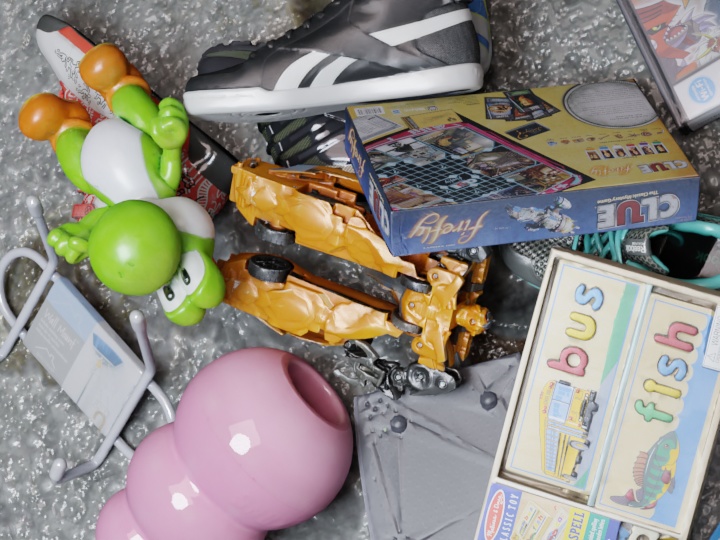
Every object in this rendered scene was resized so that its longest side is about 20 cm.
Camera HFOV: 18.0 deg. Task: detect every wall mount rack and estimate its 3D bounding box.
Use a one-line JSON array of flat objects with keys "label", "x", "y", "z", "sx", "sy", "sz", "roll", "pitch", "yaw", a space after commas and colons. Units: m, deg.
[{"label": "wall mount rack", "x": -0.201, "y": 0.046, "z": 1.583, "sx": 0.200, "sy": 0.074, "sz": 0.174, "roll": 45, "pitch": 124, "yaw": 20}]

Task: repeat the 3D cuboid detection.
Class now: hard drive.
[{"label": "hard drive", "x": 0.075, "y": 0.167, "z": 1.506, "sx": 0.134, "sy": 0.042, "sz": 0.201, "roll": -16, "pitch": 75, "yaw": 16}]

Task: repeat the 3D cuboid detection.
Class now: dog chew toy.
[{"label": "dog chew toy", "x": -0.100, "y": 0.144, "z": 1.534, "sx": 0.200, "sy": 0.124, "sz": 0.125, "roll": -42, "pitch": 70, "yaw": 16}]

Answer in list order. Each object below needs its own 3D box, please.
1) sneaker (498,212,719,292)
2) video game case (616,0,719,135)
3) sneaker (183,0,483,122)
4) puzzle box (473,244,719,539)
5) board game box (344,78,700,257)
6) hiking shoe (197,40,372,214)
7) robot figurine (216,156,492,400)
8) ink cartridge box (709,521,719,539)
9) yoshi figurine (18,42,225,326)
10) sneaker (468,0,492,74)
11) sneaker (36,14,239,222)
[{"label": "sneaker", "x": 0.181, "y": -0.016, "z": 1.475, "sx": 0.199, "sy": 0.091, "sz": 0.078, "roll": 6, "pitch": 82, "yaw": 20}, {"label": "video game case", "x": 0.253, "y": -0.219, "z": 1.520, "sx": 0.180, "sy": 0.025, "sz": 0.201, "roll": -27, "pitch": 73, "yaw": 13}, {"label": "sneaker", "x": -0.023, "y": -0.162, "z": 1.508, "sx": 0.199, "sy": 0.073, "sz": 0.113, "roll": -6, "pitch": 88, "yaw": 1}, {"label": "puzzle box", "x": 0.158, "y": 0.096, "z": 1.434, "sx": 0.132, "sy": 0.025, "sz": 0.201, "roll": 16, "pitch": 99, "yaw": 14}, {"label": "board game box", "x": 0.100, "y": -0.068, "z": 1.456, "sx": 0.199, "sy": 0.035, "sz": 0.136, "roll": -6, "pitch": 33, "yaw": -10}, {"label": "hiking shoe", "x": -0.040, "y": -0.087, "z": 1.572, "sx": 0.199, "sy": 0.076, "sz": 0.101, "roll": 27, "pitch": 87, "yaw": 20}, {"label": "robot figurine", "x": 0.000, "y": 0.000, "z": 1.511, "sx": 0.199, "sy": 0.058, "sz": 0.146, "roll": 20, "pitch": 112, "yaw": 19}, {"label": "ink cartridge box", "x": 0.265, "y": 0.276, "z": 1.339, "sx": 0.199, "sy": 0.145, "sz": 0.147, "roll": 24, "pitch": 51, "yaw": 21}, {"label": "yoshi figurine", "x": -0.157, "y": -0.054, "z": 1.500, "sx": 0.111, "sy": 0.113, "sz": 0.200, "roll": -17, "pitch": 59, "yaw": -25}, {"label": "sneaker", "x": 0.037, "y": -0.226, "z": 1.547, "sx": 0.075, "sy": 0.105, "sz": 0.201, "roll": -20, "pitch": 73, "yaw": -8}, {"label": "sneaker", "x": -0.185, "y": -0.090, "z": 1.629, "sx": 0.201, "sy": 0.067, "sz": 0.108, "roll": 40, "pitch": 92, "yaw": 18}]
